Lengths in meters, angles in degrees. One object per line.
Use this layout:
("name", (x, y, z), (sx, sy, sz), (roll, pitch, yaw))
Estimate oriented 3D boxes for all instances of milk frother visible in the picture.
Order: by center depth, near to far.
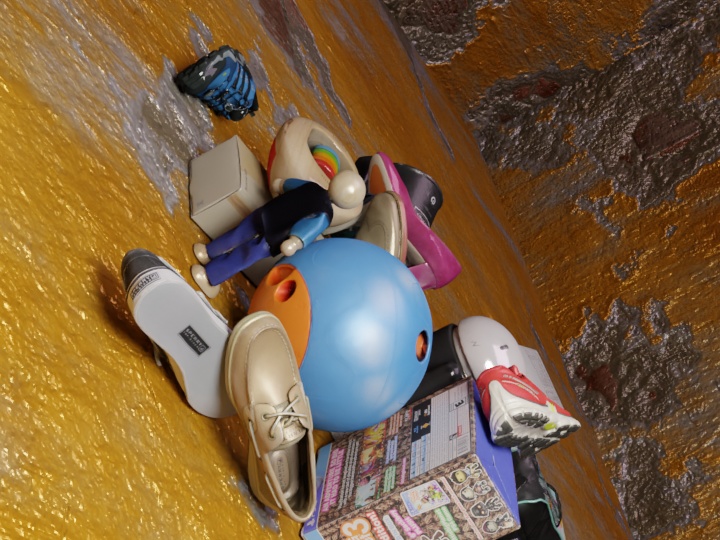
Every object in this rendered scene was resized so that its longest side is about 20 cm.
("milk frother", (-0.009, -0.057, 1.532), (0.180, 0.199, 0.190), (41, 56, -27))

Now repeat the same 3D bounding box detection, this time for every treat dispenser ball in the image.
("treat dispenser ball", (-0.023, 0.067, 1.113), (0.202, 0.199, 0.202), (55, 17, -26))

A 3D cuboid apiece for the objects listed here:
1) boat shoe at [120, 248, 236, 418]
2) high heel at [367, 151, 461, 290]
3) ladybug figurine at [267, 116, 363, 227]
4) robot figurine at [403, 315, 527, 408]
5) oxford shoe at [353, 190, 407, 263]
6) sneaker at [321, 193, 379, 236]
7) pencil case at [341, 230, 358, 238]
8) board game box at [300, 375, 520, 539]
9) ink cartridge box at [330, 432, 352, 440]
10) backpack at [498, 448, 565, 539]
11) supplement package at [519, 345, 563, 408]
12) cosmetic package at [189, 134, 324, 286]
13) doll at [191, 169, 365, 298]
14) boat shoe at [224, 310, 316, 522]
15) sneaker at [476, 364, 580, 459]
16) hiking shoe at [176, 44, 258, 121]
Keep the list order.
("boat shoe", (-0.155, 0.057, 0.941), (0.068, 0.073, 0.200), (50, -4, 42))
("high heel", (0.075, -0.070, 1.425), (0.067, 0.095, 0.203), (-8, -78, 61))
("ladybug figurine", (-0.058, -0.110, 1.246), (0.136, 0.072, 0.200), (48, 20, -12))
("robot figurine", (0.098, 0.137, 1.233), (0.125, 0.198, 0.151), (55, 18, -22))
("oxford shoe", (0.000, 0.000, 1.243), (0.074, 0.070, 0.203), (15, 88, -38))
("sneaker", (-0.040, -0.090, 1.360), (0.074, 0.199, 0.086), (-15, 91, -41))
("pencil case", (0.009, 0.048, 1.344), (0.091, 0.085, 0.203), (15, 70, -19))
("board game box", (0.053, 0.225, 1.102), (0.098, 0.198, 0.160), (58, 16, -17))
("ink cartridge box", (0.037, 0.260, 1.285), (0.202, 0.044, 0.094), (63, 17, -2))
("backpack", (0.184, 0.326, 1.423), (0.154, 0.174, 0.201), (-94, 159, -51))
("supplement package", (0.195, 0.219, 1.605), (0.149, 0.190, 0.200), (66, 15, 15))
("cosmetic package", (-0.115, -0.049, 1.245), (0.200, 0.070, 0.106), (50, 20, -42))
("doll", (-0.084, -0.050, 1.104), (0.049, 0.198, 0.137), (52, 19, -33))
("boat shoe", (-0.072, 0.133, 0.949), (0.065, 0.071, 0.203), (26, -52, 49))
("sneaker", (0.178, 0.144, 1.136), (0.200, 0.076, 0.086), (39, 23, -60))
("hiking shoe", (-0.172, -0.237, 1.368), (0.087, 0.074, 0.200), (60, 15, -6))
